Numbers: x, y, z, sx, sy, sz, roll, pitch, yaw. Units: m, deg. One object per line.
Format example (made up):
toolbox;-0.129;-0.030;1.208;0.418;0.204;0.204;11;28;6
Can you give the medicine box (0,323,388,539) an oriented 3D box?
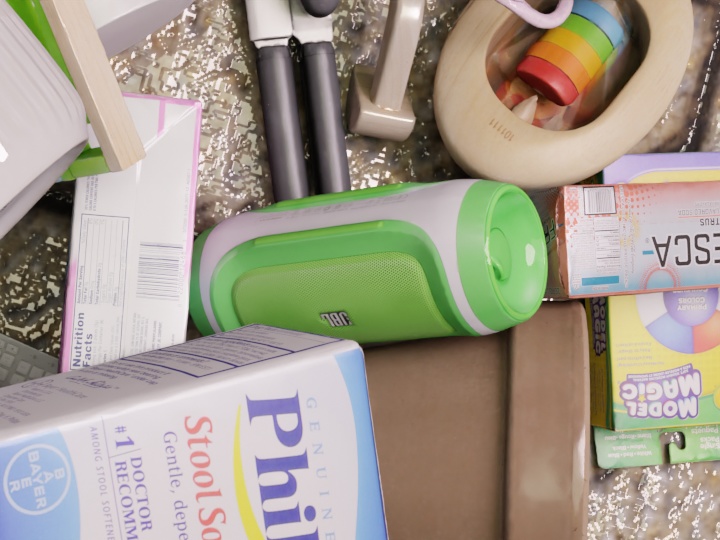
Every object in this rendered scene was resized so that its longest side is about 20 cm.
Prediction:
medicine box;-0.093;0.137;0.676;0.199;0.103;0.184;-13;100;-32

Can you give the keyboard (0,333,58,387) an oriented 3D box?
keyboard;-0.267;0.043;0.829;0.199;0.011;0.057;25;84;-10

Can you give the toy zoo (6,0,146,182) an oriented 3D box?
toy zoo;-0.208;-0.105;0.742;0.020;0.199;0.132;-39;117;-45

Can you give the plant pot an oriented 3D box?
plant pot;0.041;0.115;0.819;0.173;0.200;0.202;1;89;7

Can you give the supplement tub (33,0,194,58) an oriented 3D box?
supplement tub;-0.190;-0.214;0.781;0.144;0.145;0.201;-30;95;-11

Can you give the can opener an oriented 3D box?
can opener;-0.036;-0.123;0.852;0.053;0.067;0.202;-7;90;-11

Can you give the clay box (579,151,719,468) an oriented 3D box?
clay box;0.205;0.026;0.909;0.114;0.048;0.202;-3;89;-12

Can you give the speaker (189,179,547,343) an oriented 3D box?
speaker;0.000;0.000;0.792;0.199;0.088;0.089;-7;90;33

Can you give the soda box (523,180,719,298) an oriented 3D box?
soda box;0.184;-0.020;0.830;0.199;0.068;0.064;-3;90;-24

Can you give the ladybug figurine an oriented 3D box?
ladybug figurine;0.125;-0.124;0.872;0.136;0.072;0.200;40;72;11

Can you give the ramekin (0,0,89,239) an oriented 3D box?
ramekin;-0.215;-0.043;0.640;0.105;0.200;0.200;45;81;-8

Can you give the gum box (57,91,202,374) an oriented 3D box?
gum box;-0.133;0.010;0.797;0.066;0.113;0.202;5;83;-12

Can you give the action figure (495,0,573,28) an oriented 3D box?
action figure;0.148;-0.224;0.845;0.134;0.200;0.149;35;114;-18

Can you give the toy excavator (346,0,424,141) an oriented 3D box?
toy excavator;0.031;-0.205;0.843;0.099;0.195;0.201;10;59;-12
